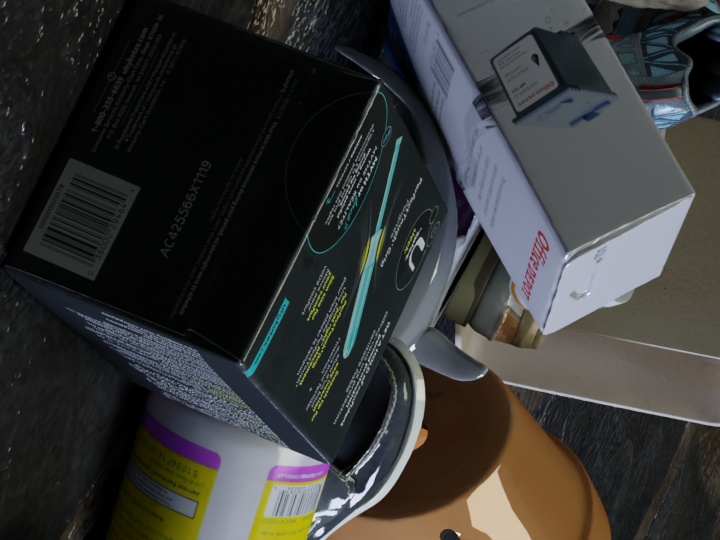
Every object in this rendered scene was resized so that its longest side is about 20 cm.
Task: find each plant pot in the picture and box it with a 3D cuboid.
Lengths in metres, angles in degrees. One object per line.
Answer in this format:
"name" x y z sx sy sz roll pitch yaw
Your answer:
"plant pot" 0.180 -0.014 1.920 0.200 0.200 0.177 82 19 -75
"plant pot" 0.048 0.148 1.758 0.200 0.200 0.140 -58 143 -31

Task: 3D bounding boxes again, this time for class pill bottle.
"pill bottle" -0.088 0.160 1.475 0.104 0.104 0.200 -18 127 -68

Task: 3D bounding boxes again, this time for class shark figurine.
"shark figurine" 0.015 -0.012 1.560 0.089 0.128 0.215 -15 125 -55

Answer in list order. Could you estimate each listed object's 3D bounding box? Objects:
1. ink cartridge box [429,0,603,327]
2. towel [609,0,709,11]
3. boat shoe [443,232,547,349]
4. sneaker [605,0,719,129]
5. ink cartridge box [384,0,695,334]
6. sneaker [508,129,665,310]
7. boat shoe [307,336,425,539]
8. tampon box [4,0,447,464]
"ink cartridge box" 0.084 -0.077 1.743 0.197 0.043 0.200 -59 174 -25
"towel" 0.166 -0.197 1.553 0.200 0.132 0.035 129 -36 -66
"boat shoe" 0.128 -0.036 1.798 0.200 0.068 0.075 -60 176 -19
"sneaker" 0.198 -0.122 1.669 0.200 0.095 0.079 -41 125 -58
"ink cartridge box" 0.095 -0.084 1.526 0.086 0.200 0.146 -27 165 -10
"sneaker" 0.136 -0.062 1.723 0.078 0.079 0.200 45 46 -36
"boat shoe" -0.033 0.115 1.570 0.068 0.072 0.200 -8 146 -50
"tampon box" -0.057 -0.016 1.322 0.150 0.126 0.200 -64 163 -11
